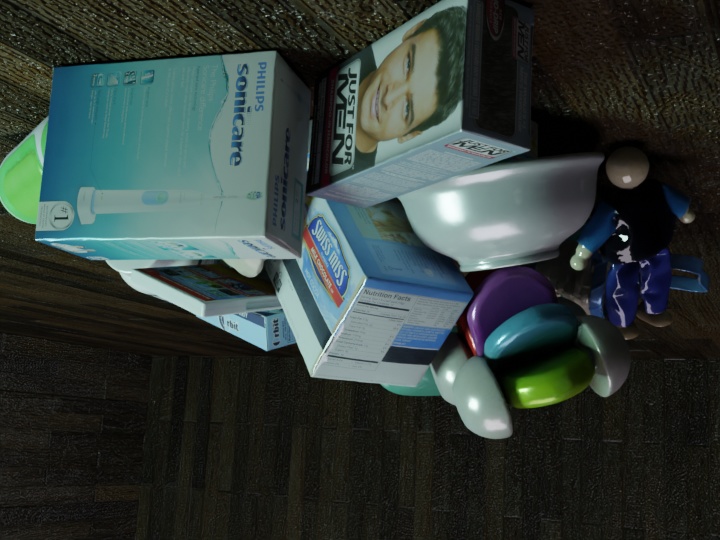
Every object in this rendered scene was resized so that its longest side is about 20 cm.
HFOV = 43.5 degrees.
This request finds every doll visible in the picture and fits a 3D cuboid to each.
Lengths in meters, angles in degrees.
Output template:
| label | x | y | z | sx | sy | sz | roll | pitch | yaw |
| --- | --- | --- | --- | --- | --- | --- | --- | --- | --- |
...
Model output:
| label | x | y | z | sx | sy | sz | roll | pitch | yaw |
| --- | --- | --- | --- | --- | --- | --- | --- | --- | --- |
| doll | 0.266 | -0.027 | 0.888 | 0.136 | 0.201 | 0.049 | -18 | -148 | -10 |

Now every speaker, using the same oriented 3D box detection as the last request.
| label | x | y | z | sx | sy | sz | roll | pitch | yaw |
| --- | --- | --- | --- | --- | --- | --- | --- | --- | --- |
| speaker | -0.292 | -0.098 | 0.876 | 0.088 | 0.089 | 0.200 | 10 | 168 | -33 |

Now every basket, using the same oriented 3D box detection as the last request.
| label | x | y | z | sx | sy | sz | roll | pitch | yaw |
| --- | --- | --- | --- | --- | --- | --- | --- | --- | --- |
| basket | 0.297 | -0.007 | 1.048 | 0.199 | 0.140 | 0.176 | 5 | 172 | 26 |

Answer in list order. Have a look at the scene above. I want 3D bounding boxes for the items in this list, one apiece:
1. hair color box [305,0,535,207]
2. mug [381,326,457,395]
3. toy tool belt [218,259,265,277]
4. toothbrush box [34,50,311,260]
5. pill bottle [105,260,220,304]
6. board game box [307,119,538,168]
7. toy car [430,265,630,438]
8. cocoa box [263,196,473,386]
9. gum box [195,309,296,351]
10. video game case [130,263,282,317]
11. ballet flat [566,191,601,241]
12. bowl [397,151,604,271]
| label | x | y | z | sx | sy | sz | roll | pitch | yaw |
| --- | --- | --- | --- | --- | --- | --- | --- | --- | --- |
| hair color box | 0.036 | -0.115 | 0.650 | 0.060 | 0.100 | 0.200 | 10 | 167 | -31 |
| mug | 0.068 | 0.072 | 1.186 | 0.114 | 0.186 | 0.152 | 2 | 150 | -25 |
| toy tool belt | -0.155 | -0.069 | 0.956 | 0.122 | 0.125 | 0.200 | 29 | 174 | -20 |
| toothbrush box | -0.147 | -0.087 | 0.728 | 0.199 | 0.148 | 0.085 | -1 | 169 | 17 |
| pill bottle | -0.250 | -0.022 | 1.177 | 0.119 | 0.120 | 0.200 | 0 | 168 | 15 |
| board game box | 0.041 | -0.116 | 0.823 | 0.199 | 0.034 | 0.134 | -8 | 165 | 44 |
| toy car | 0.158 | 0.064 | 0.911 | 0.174 | 0.151 | 0.200 | -20 | -166 | -6 |
| cocoa box | 0.000 | 0.000 | 0.931 | 0.133 | 0.200 | 0.132 | 9 | 125 | -31 |
| gum box | -0.077 | 0.035 | 1.111 | 0.199 | 0.045 | 0.169 | -13 | -161 | -36 |
| video game case | -0.132 | 0.017 | 1.004 | 0.199 | 0.018 | 0.143 | -4 | -163 | -44 |
| ballet flat | 0.165 | -0.063 | 0.977 | 0.199 | 0.073 | 0.072 | -2 | 168 | 28 |
| bowl | 0.134 | -0.051 | 0.852 | 0.200 | 0.091 | 0.201 | -9 | -179 | 0 |
